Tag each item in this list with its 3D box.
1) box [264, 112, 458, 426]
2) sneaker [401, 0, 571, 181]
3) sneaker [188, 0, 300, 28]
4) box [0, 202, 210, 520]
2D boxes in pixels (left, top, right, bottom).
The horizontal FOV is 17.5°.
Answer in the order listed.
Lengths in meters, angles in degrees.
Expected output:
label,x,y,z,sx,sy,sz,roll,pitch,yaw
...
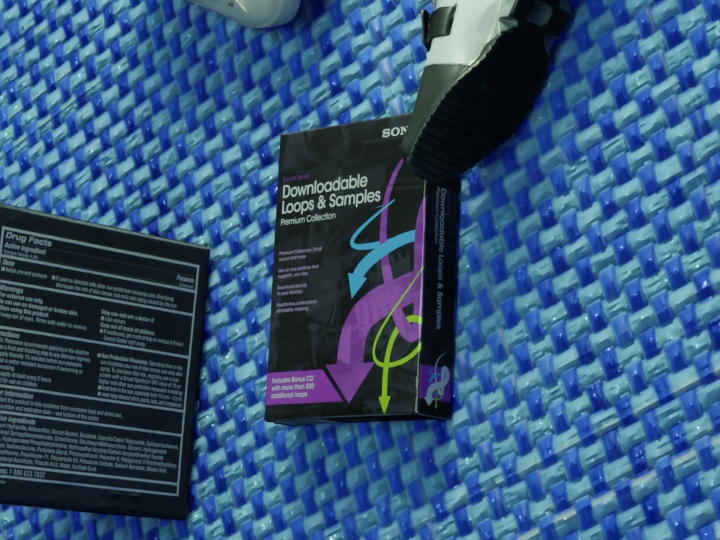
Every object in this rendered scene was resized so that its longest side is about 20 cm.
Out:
label,x,y,z,sx,sy,sz,roll,pitch,yaw
box,0.000,0.000,1.550,0.143,0.036,0.200,-7,76,44
sneaker,0.075,-0.153,1.484,0.088,0.074,0.200,35,97,42
sneaker,-0.122,-0.214,1.669,0.200,0.085,0.073,27,122,47
box,-0.222,0.067,1.640,0.123,0.200,0.199,-1,80,45
